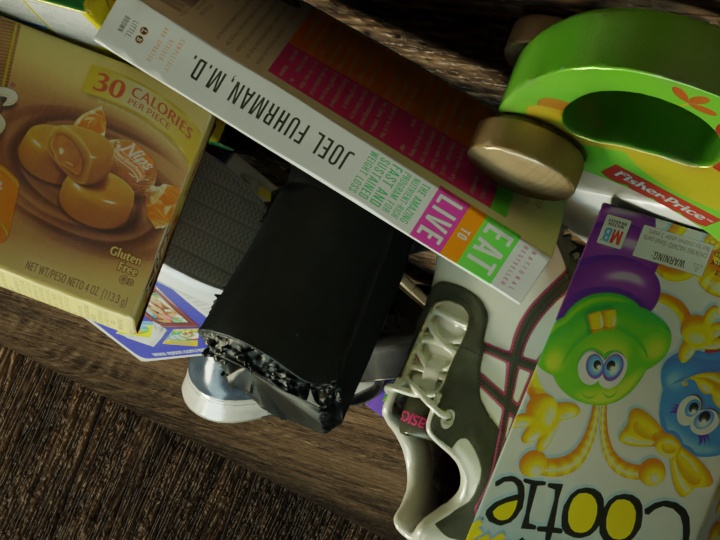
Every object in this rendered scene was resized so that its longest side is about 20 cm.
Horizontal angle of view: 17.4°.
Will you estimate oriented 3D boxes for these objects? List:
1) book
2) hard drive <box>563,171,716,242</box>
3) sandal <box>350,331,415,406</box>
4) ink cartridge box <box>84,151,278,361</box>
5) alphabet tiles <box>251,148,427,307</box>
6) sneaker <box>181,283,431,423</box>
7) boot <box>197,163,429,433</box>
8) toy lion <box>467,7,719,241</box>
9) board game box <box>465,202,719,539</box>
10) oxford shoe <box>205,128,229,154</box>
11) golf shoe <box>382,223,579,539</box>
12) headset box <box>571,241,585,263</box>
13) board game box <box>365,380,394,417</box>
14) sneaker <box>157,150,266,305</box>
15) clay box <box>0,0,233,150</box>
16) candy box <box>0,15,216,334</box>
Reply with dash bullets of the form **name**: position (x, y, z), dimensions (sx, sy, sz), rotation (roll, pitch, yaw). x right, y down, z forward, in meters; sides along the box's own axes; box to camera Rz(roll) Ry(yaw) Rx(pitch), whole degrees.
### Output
- **book**: position (-0.007, -0.067, 0.990), dimensions (0.200, 0.048, 0.134), rotation (32, -163, -2)
- **hard drive**: position (0.182, -0.011, 1.102), dimensions (0.200, 0.025, 0.132), rotation (14, 166, 44)
- **sandal**: position (-0.014, 0.062, 1.370), dimensions (0.076, 0.043, 0.200), rotation (-11, -177, -26)
- **ink cartridge box**: position (-0.117, -0.018, 1.340), dimensions (0.197, 0.047, 0.200), rotation (-6, 143, 42)
- **alphabet tiles**: position (0.013, -0.004, 1.371), dimensions (0.167, 0.008, 0.200), rotation (41, 180, -22)
- **sneaker**: position (-0.013, 0.012, 1.515), dimensions (0.202, 0.146, 0.077), rotation (-16, -134, -29)
- **boot**: position (0.000, 0.000, 1.163), dimensions (0.076, 0.168, 0.200), rotation (18, 169, 28)
- **toy lion**: position (0.163, -0.045, 0.894), dimensions (0.200, 0.069, 0.192), rotation (26, 163, -14)
- **board game box**: position (0.132, 0.088, 1.082), dimensions (0.105, 0.200, 0.103), rotation (18, 169, 25)
- **oxford shoe**: position (-0.135, -0.068, 1.401), dimensions (0.071, 0.071, 0.200), rotation (29, 167, -21)
- **golf shoe**: position (0.056, 0.041, 1.130), dimensions (0.088, 0.200, 0.077), rotation (-23, -149, -36)
- **headset box**: position (0.171, 0.056, 1.306), dimensions (0.148, 0.075, 0.200), rotation (23, 176, 12)
- **board game box**: position (0.118, 0.105, 1.382), dimensions (0.200, 0.045, 0.134), rotation (21, -177, -23)
- **sneaker**: position (-0.126, -0.034, 1.198), dimensions (0.200, 0.073, 0.071), rotation (30, 150, 1)
- **clay box**: position (-0.137, -0.122, 1.180), dimensions (0.115, 0.048, 0.200), rotation (17, 170, 22)
- **candy box**: position (-0.180, -0.060, 1.126), dimensions (0.200, 0.116, 0.055), rotation (21, 168, 0)
